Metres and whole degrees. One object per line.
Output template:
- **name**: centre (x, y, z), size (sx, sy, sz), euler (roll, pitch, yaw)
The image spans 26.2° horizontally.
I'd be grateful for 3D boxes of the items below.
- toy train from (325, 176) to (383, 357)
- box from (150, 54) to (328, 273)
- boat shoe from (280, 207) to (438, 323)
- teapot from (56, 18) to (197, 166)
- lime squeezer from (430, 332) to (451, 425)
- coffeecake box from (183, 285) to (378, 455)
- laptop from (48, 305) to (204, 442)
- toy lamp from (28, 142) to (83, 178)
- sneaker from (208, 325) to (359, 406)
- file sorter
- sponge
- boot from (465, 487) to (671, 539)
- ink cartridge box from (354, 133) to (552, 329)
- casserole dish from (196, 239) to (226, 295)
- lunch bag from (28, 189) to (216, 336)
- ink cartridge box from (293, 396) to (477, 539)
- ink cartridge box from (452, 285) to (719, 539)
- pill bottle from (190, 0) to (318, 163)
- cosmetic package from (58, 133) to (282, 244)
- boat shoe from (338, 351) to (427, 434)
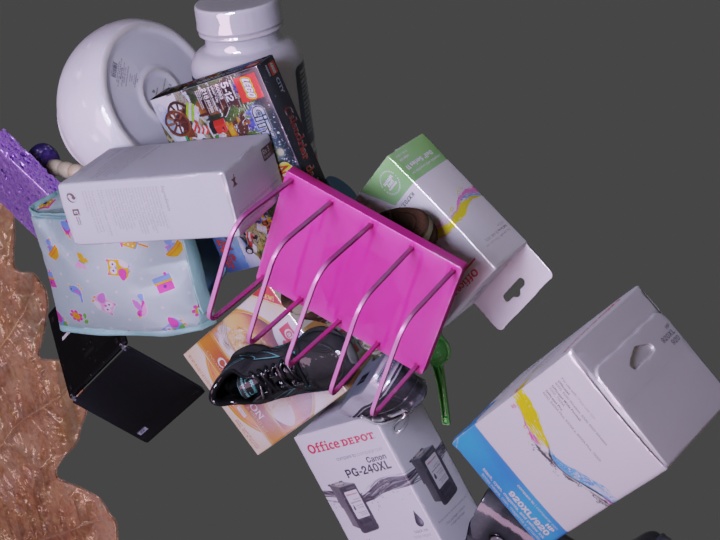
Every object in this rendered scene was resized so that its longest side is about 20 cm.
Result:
- **toy train**: centre (0.000, 0.000, 1.675), size (0.200, 0.085, 0.116), euler (43, 117, 5)
- **box**: centre (-0.113, -0.105, 1.565), size (0.136, 0.038, 0.201), euler (-13, 110, 31)
- **boat shoe**: centre (0.012, -0.001, 1.580), size (0.202, 0.075, 0.075), euler (-25, 133, 39)
- **teapot**: centre (-0.263, -0.169, 1.700), size (0.146, 0.200, 0.198), euler (-18, 104, 40)
- **lime squeezer**: centre (0.075, 0.088, 1.669), size (0.038, 0.071, 0.200), euler (-13, 142, 14)
- **coffeecake box**: centre (-0.094, 0.103, 1.806), size (0.154, 0.073, 0.200), euler (53, 135, 2)
- **laptop**: centre (-0.312, 0.106, 2.034), size (0.177, 0.103, 0.201), euler (-41, 61, 45)
- **toy lamp**: centre (-0.321, -0.114, 1.880), size (0.199, 0.058, 0.058), euler (16, 124, 36)
- **sneaker**: centre (-0.085, 0.117, 1.701), size (0.199, 0.079, 0.076), euler (-17, 103, 42)
- **file sorter**: centre (-0.028, 0.025, 1.475), size (0.199, 0.125, 0.139), euler (29, 128, 14)
- **sponge**: centre (-0.393, -0.080, 1.916), size (0.200, 0.030, 0.112), euler (45, 148, -5)
- **boot**: centre (0.217, 0.290, 1.659), size (0.200, 0.066, 0.165), euler (34, 132, 17)
- **ink cartridge box**: centre (0.087, -0.025, 1.585), size (0.200, 0.067, 0.117), euler (46, 135, 8)
- **casserole dish**: centre (-0.217, -0.015, 1.864), size (0.121, 0.039, 0.200), euler (49, 134, 5)
- **lunch bag**: centre (-0.261, -0.015, 1.783), size (0.199, 0.122, 0.171), euler (4, 118, 30)
- **ink cartridge box**: centre (0.033, 0.243, 1.775), size (0.145, 0.083, 0.201), euler (-21, 101, 45)
- **ink cartridge box**: centre (0.225, 0.144, 1.514), size (0.145, 0.147, 0.200), euler (50, 136, 4)
- **pill bottle**: centre (-0.114, -0.187, 1.620), size (0.119, 0.119, 0.201), euler (12, 121, 34)
- **cosmetic package**: centre (-0.187, -0.079, 1.531), size (0.199, 0.102, 0.074), euler (0, 117, 29)
- **boat shoe**: centre (0.030, 0.130, 1.629), size (0.068, 0.074, 0.199), euler (34, 162, -3)
